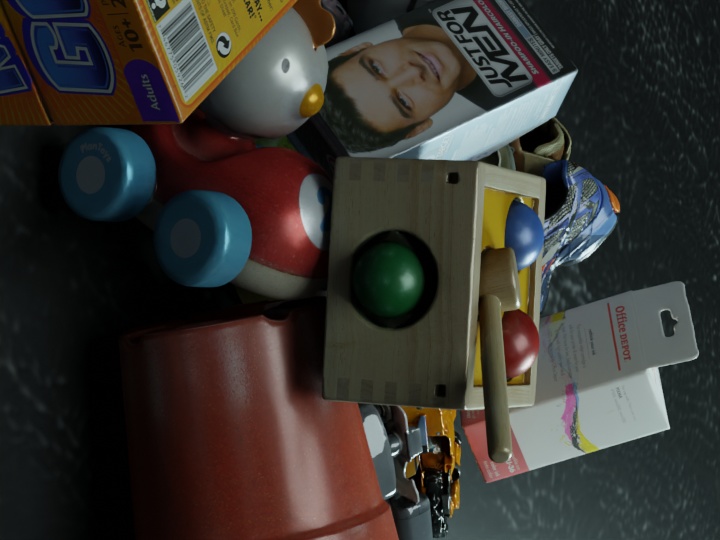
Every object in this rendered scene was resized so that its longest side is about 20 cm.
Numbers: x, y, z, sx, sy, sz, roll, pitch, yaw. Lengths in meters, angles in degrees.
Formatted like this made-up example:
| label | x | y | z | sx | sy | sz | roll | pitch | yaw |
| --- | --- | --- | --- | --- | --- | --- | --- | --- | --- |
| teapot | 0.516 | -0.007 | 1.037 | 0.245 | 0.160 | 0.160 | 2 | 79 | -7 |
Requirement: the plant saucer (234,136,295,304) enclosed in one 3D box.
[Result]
| label | x | y | z | sx | sy | sz | roll | pitch | yaw |
| --- | --- | --- | --- | --- | --- | --- | --- | --- | --- |
| plant saucer | -0.035 | -0.044 | 1.763 | 0.199 | 0.031 | 0.202 | 5 | 85 | -56 |

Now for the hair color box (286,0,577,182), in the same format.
| label | x | y | z | sx | sy | sz | roll | pitch | yaw |
| --- | --- | --- | --- | --- | --- | --- | --- | --- | --- |
| hair color box | 0.045 | -0.127 | 1.682 | 0.199 | 0.099 | 0.061 | -27 | 159 | -27 |

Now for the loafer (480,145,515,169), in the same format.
| label | x | y | z | sx | sy | sz | roll | pitch | yaw |
| --- | --- | --- | --- | --- | --- | --- | --- | --- | --- |
| loafer | 0.066 | -0.039 | 1.883 | 0.070 | 0.075 | 0.201 | 56 | 48 | -46 |

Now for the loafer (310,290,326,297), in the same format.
| label | x | y | z | sx | sy | sz | roll | pitch | yaw |
| --- | --- | --- | --- | --- | --- | --- | --- | --- | --- |
| loafer | 0.000 | 0.000 | 1.736 | 0.199 | 0.073 | 0.072 | -23 | 118 | -50 |

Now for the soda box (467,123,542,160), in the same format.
| label | x | y | z | sx | sy | sz | roll | pitch | yaw |
| --- | --- | --- | --- | --- | --- | --- | --- | --- | --- |
| soda box | 0.060 | -0.109 | 1.803 | 0.200 | 0.068 | 0.064 | -25 | 86 | -52 |

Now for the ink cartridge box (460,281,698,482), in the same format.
| label | x | y | z | sx | sy | sz | roll | pitch | yaw |
| --- | --- | --- | --- | --- | --- | --- | --- | --- | --- |
| ink cartridge box | 0.183 | 0.089 | 1.929 | 0.117 | 0.198 | 0.068 | -91 | 160 | -55 |

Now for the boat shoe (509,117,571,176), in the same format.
| label | x | y | z | sx | sy | sz | roll | pitch | yaw |
| --- | --- | --- | --- | --- | --- | --- | --- | --- | --- |
| boat shoe | 0.137 | -0.100 | 1.986 | 0.076 | 0.073 | 0.201 | -57 | 135 | -37 |

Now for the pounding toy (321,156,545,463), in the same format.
| label | x | y | z | sx | sy | sz | roll | pitch | yaw |
| --- | --- | --- | --- | --- | --- | --- | --- | --- | --- |
| pounding toy | 0.062 | 0.024 | 1.534 | 0.200 | 0.141 | 0.186 | 6 | 87 | -70 |

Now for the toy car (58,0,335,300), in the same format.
| label | x | y | z | sx | sy | sz | roll | pitch | yaw |
| --- | --- | --- | --- | --- | --- | --- | --- | --- | --- |
| toy car | -0.064 | -0.101 | 1.549 | 0.184 | 0.176 | 0.201 | 2 | 116 | -56 |

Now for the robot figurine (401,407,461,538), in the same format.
| label | x | y | z | sx | sy | sz | roll | pitch | yaw |
| --- | --- | --- | --- | --- | --- | --- | --- | --- | --- |
| robot figurine | 0.048 | 0.115 | 1.826 | 0.201 | 0.058 | 0.146 | 84 | 8 | -51 |

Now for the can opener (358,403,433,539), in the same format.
| label | x | y | z | sx | sy | sz | roll | pitch | yaw |
| --- | --- | --- | --- | --- | --- | --- | --- | --- | --- |
| can opener | 0.015 | 0.185 | 1.739 | 0.067 | 0.053 | 0.202 | -21 | 115 | -36 |

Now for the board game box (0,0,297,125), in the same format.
| label | x | y | z | sx | sy | sz | roll | pitch | yaw |
| --- | --- | --- | --- | --- | --- | --- | --- | --- | --- |
| board game box | -0.166 | -0.225 | 1.418 | 0.200 | 0.199 | 0.201 | -50 | 131 | -42 |

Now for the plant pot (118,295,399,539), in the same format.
| label | x | y | z | sx | sy | sz | roll | pitch | yaw |
| --- | --- | --- | --- | --- | --- | --- | --- | --- | --- |
| plant pot | -0.075 | 0.125 | 1.596 | 0.200 | 0.199 | 0.197 | -13 | 95 | -55 |

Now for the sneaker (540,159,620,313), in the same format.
| label | x | y | z | sx | sy | sz | roll | pitch | yaw |
| --- | --- | --- | --- | --- | --- | --- | --- | --- | --- |
| sneaker | 0.127 | -0.013 | 1.951 | 0.200 | 0.075 | 0.079 | -51 | 131 | -14 |

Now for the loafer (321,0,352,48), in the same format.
| label | x | y | z | sx | sy | sz | roll | pitch | yaw |
| --- | --- | --- | --- | --- | --- | --- | --- | --- | --- |
| loafer | -0.048 | -0.188 | 1.665 | 0.200 | 0.071 | 0.063 | 54 | 53 | -67 |

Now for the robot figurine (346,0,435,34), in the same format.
| label | x | y | z | sx | sy | sz | roll | pitch | yaw |
| --- | --- | --- | --- | --- | --- | --- | --- | --- | --- |
| robot figurine | 0.071 | -0.239 | 1.835 | 0.151 | 0.124 | 0.201 | 60 | 45 | -30 |
